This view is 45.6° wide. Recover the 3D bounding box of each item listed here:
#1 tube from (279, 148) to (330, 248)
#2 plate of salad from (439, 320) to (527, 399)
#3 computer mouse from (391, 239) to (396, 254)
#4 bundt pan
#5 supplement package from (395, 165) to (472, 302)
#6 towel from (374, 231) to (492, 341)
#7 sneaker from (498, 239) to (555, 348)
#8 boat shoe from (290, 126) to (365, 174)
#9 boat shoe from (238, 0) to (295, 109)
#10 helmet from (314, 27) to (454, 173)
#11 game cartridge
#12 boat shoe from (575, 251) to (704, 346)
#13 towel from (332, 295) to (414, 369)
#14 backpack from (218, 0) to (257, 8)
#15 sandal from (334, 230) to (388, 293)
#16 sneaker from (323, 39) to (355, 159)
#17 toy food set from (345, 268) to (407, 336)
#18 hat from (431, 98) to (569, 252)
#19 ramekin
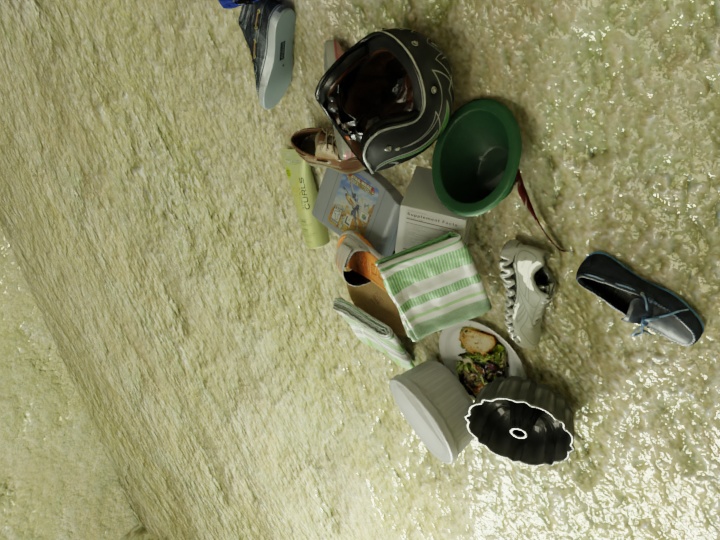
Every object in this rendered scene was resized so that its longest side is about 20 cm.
[{"bbox_3d":[-0.109,-0.143,1.684,0.057,0.052,0.203,-11,114,6],"label":"tube"},{"bbox_3d":[0.222,0.183,1.601,0.198,0.048,0.202,28,138,28],"label":"plate of salad"},{"bbox_3d":[0.017,-0.093,1.568,0.200,0.034,0.059,48,122,31],"label":"computer mouse"},{"bbox_3d":[0.292,0.261,1.537,0.199,0.076,0.203,16,142,13],"label":"bundt pan"},{"bbox_3d":[0.122,-0.053,1.426,0.112,0.110,0.202,14,135,9],"label":"supplement package"},{"bbox_3d":[0.120,0.029,1.387,0.024,0.151,0.201,-105,-10,-45],"label":"towel"},{"bbox_3d":[0.279,0.046,1.404,0.080,0.075,0.202,8,127,32],"label":"sneaker"},{"bbox_3d":[-0.050,-0.216,1.509,0.198,0.077,0.071,5,165,44],"label":"boat shoe"},{"bbox_3d":[-0.170,-0.391,1.520,0.090,0.071,0.202,35,135,22],"label":"boat shoe"},{"bbox_3d":[0.048,-0.260,1.285,0.201,0.190,0.200,53,-179,-2],"label":"helmet"},{"bbox_3d":[-0.003,-0.117,1.539,0.199,0.041,0.135,36,120,36],"label":"game cartridge"},{"bbox_3d":[0.405,0.056,1.269,0.199,0.068,0.085,32,141,24],"label":"boat shoe"},{"bbox_3d":[0.028,0.133,1.717,0.148,0.031,0.200,31,166,29],"label":"towel"},{"bbox_3d":[-0.216,-0.513,1.378,0.198,0.162,0.170,5,128,44],"label":"backpack"},{"bbox_3d":[-0.001,-0.007,1.464,0.206,0.059,0.080,33,137,52],"label":"sandal"},{"bbox_3d":[-0.001,-0.289,1.425,0.075,0.103,0.204,118,141,-79],"label":"sneaker"},{"bbox_3d":[0.046,0.042,1.671,0.200,0.049,0.199,43,144,12],"label":"toy food set"},{"bbox_3d":[0.224,-0.147,1.337,0.164,0.175,0.204,9,89,45],"label":"hat"},{"bbox_3d":[0.151,0.268,1.673,0.203,0.094,0.203,51,165,19],"label":"ramekin"}]
